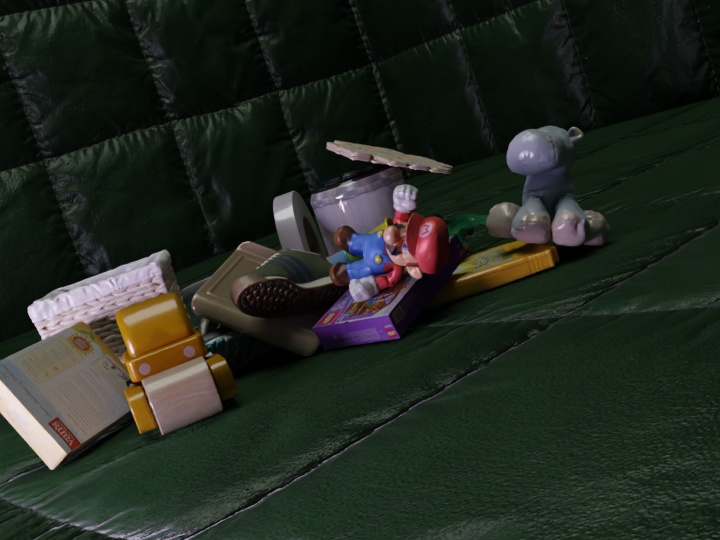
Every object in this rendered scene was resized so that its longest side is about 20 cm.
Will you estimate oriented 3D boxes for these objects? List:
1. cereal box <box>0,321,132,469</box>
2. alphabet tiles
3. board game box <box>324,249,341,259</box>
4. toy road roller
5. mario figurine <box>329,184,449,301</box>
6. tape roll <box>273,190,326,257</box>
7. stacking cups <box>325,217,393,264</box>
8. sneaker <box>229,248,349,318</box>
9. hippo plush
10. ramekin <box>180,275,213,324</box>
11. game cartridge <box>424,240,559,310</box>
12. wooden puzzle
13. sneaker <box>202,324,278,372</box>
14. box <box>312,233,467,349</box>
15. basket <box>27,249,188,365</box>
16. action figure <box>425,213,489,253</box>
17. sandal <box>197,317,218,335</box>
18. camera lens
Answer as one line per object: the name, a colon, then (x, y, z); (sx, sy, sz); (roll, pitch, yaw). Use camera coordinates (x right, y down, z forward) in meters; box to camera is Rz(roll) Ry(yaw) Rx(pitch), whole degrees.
cereal box: (-0.371, 0.152, 1.288); (0.040, 0.144, 0.200); (-45, -4, 24)
alphabet tiles: (0.048, -0.183, 1.652); (0.199, 0.015, 0.195); (5, 13, -32)
board game box: (0.000, 0.000, 1.562); (0.200, 0.019, 0.103); (-27, 49, 20)
toy road roller: (-0.240, 0.109, 1.250); (0.123, 0.146, 0.200); (-21, 8, -14)
mario figurine: (0.028, -0.036, 1.311); (0.106, 0.124, 0.200); (-28, 10, -41)
tape roll: (-0.095, -0.035, 1.722); (0.037, 0.203, 0.203); (-19, 7, 7)
stacking cups: (-0.024, -0.002, 1.529); (0.200, 0.061, 0.061); (-33, 3, 18)
sneaker: (-0.108, 0.011, 1.388); (0.200, 0.067, 0.090); (-2, 37, -42)
hippo plush: (0.281, -0.123, 1.436); (0.159, 0.161, 0.200); (11, 10, 38)
ramekin: (-0.196, 0.045, 1.722); (0.202, 0.095, 0.202); (-20, -1, 0)
game cartridge: (0.176, -0.002, 1.451); (0.199, 0.033, 0.176); (-20, 7, 3)
wooden puzzle: (-0.122, 0.041, 1.435); (0.184, 0.037, 0.200); (20, 30, 5)
sneaker: (-0.174, 0.082, 1.437); (0.091, 0.078, 0.200); (37, 32, 24)
box: (0.042, 0.028, 1.367); (0.137, 0.039, 0.200); (-12, 25, 42)
basket: (-0.355, 0.080, 1.490); (0.199, 0.161, 0.198); (-19, 8, -5)
action figure: (0.134, -0.045, 1.555); (0.118, 0.055, 0.200); (-11, 13, 17)
sandal: (-0.186, 0.090, 1.542); (0.057, 0.080, 0.201); (1, 16, 27)
camera lens: (0.017, -0.068, 1.673); (0.159, 0.201, 0.160); (-19, 8, 3)
